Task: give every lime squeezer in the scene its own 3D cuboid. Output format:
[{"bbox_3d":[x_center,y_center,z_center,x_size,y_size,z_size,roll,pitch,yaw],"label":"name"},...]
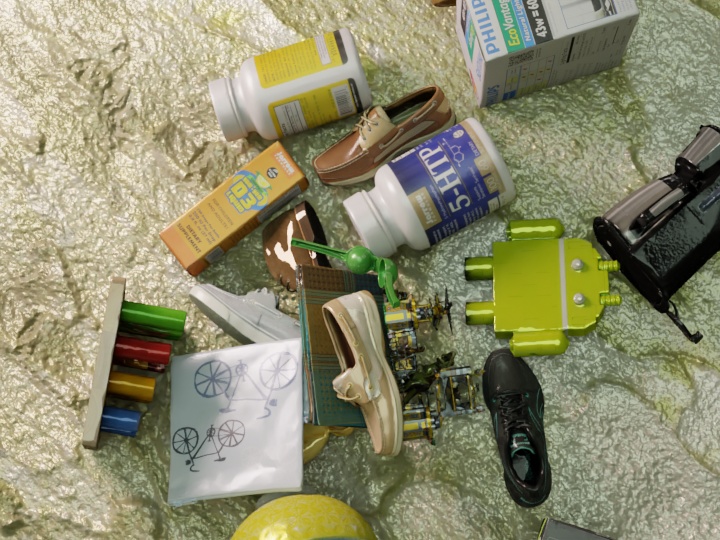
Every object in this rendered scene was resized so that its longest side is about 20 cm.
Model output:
[{"bbox_3d":[0.000,0.000,1.655,0.070,0.038,0.199,-27,41,-32],"label":"lime squeezer"}]

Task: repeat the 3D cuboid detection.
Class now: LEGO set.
[{"bbox_3d":[0.096,0.113,1.655,0.115,0.154,0.202,-8,82,3],"label":"LEGO set"}]

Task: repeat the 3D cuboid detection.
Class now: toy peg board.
[{"bbox_3d":[-0.279,0.126,1.666,0.097,0.200,0.201,10,80,-8],"label":"toy peg board"}]

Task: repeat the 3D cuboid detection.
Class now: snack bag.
[{"bbox_3d":[-0.148,0.186,1.650,0.187,0.021,0.202,-9,65,16],"label":"snack bag"}]

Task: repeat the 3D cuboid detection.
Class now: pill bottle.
[{"bbox_3d":[-0.092,-0.235,1.753,0.198,0.111,0.112,-17,78,0],"label":"pill bottle"},{"bbox_3d":[0.085,-0.096,1.709,0.199,0.120,0.120,-30,78,-1],"label":"pill bottle"}]

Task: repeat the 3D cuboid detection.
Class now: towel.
[{"bbox_3d":[-0.018,0.096,1.657,0.022,0.146,0.202,-22,68,42],"label":"towel"}]

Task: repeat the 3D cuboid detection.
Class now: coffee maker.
[{"bbox_3d":[0.422,-0.051,1.683,0.200,0.135,0.193,-38,102,-2],"label":"coffee maker"}]

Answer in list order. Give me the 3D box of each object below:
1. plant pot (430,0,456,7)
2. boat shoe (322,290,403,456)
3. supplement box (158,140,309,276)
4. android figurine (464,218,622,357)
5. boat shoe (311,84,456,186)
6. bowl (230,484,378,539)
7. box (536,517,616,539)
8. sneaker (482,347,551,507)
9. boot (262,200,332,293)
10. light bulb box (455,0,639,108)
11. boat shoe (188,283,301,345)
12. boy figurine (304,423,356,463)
[{"bbox_3d":[0.124,-0.454,1.756,0.185,0.186,0.202,-8,92,3],"label":"plant pot"},{"bbox_3d":[-0.002,0.127,1.601,0.069,0.074,0.202,-9,76,-22],"label":"boat shoe"},{"bbox_3d":[-0.164,-0.081,1.753,0.200,0.069,0.067,-39,81,-5],"label":"supplement box"},{"bbox_3d":[0.230,0.022,1.702,0.198,0.041,0.184,-1,69,10],"label":"android figurine"},{"bbox_3d":[0.026,-0.182,1.742,0.199,0.074,0.076,-28,43,-6],"label":"boat shoe"},{"bbox_3d":[-0.079,0.324,1.622,0.198,0.201,0.108,-19,55,1],"label":"bowl"},{"bbox_3d":[0.246,0.406,1.586,0.123,0.149,0.202,17,81,8],"label":"box"},{"bbox_3d":[0.200,0.191,1.667,0.075,0.079,0.202,-14,77,3],"label":"sneaker"},{"bbox_3d":[-0.071,0.014,1.726,0.075,0.074,0.201,-24,64,12],"label":"boot"},{"bbox_3d":[0.229,-0.315,1.698,0.198,0.198,0.126,-17,79,0],"label":"light bulb box"},{"bbox_3d":[-0.124,0.064,1.727,0.200,0.070,0.072,31,73,5],"label":"boat shoe"},{"bbox_3d":[-0.084,0.191,1.697,0.198,0.064,0.126,-2,76,7],"label":"boy figurine"}]
